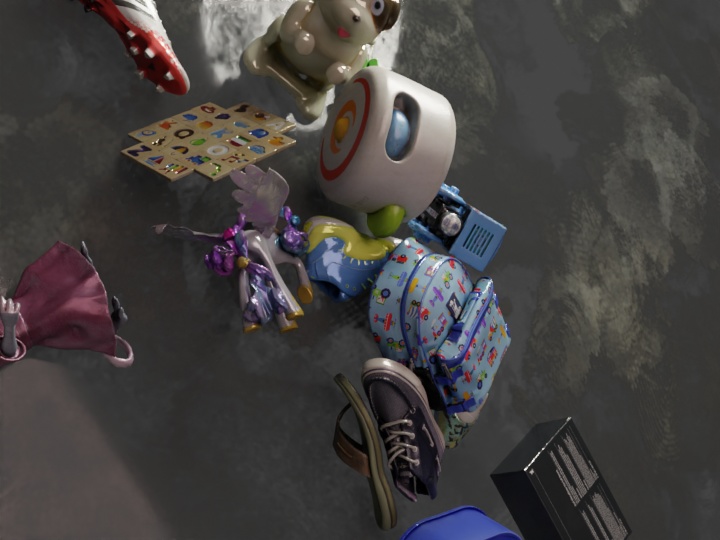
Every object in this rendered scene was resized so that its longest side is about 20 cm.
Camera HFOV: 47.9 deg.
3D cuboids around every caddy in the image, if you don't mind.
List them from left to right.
[{"bbox_3d":[0.116,0.384,1.030,0.197,0.104,0.145,-4,98,-38],"label":"caddy"}]

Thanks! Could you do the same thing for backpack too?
[{"bbox_3d":[0.099,0.064,1.071,0.183,0.133,0.202,-52,133,-36],"label":"backpack"}]

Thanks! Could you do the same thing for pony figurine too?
[{"bbox_3d":[-0.131,-0.030,0.978,0.192,0.164,0.204,10,60,-68],"label":"pony figurine"}]

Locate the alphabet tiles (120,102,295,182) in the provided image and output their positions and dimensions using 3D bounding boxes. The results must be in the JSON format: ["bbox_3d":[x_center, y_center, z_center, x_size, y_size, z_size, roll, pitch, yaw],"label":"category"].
[{"bbox_3d":[-0.181,-0.160,0.984,0.199,0.165,0.006,-33,137,-39],"label":"alphabet tiles"}]

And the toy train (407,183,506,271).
[{"bbox_3d":[0.129,-0.068,1.149,0.113,0.200,0.088,30,98,-11],"label":"toy train"}]

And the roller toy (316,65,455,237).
[{"bbox_3d":[0.025,-0.168,1.072,0.138,0.184,0.202,17,33,-25],"label":"roller toy"}]

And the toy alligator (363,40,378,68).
[{"bbox_3d":[0.003,-0.274,1.213,0.053,0.059,0.204,-6,73,4],"label":"toy alligator"}]

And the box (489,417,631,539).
[{"bbox_3d":[0.297,0.344,1.194,0.140,0.078,0.203,-32,94,-43],"label":"box"}]

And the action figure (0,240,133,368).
[{"bbox_3d":[-0.350,0.057,0.819,0.198,0.133,0.151,-31,136,-27],"label":"action figure"}]

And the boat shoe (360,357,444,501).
[{"bbox_3d":[0.055,0.206,1.020,0.201,0.073,0.094,57,29,-34],"label":"boat shoe"}]

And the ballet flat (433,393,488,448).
[{"bbox_3d":[0.159,0.157,1.164,0.074,0.074,0.203,34,57,-22],"label":"ballet flat"}]

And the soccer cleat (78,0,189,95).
[{"bbox_3d":[-0.274,-0.309,1.006,0.200,0.068,0.085,47,57,-8],"label":"soccer cleat"}]

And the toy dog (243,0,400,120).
[{"bbox_3d":[-0.033,-0.329,1.107,0.140,0.199,0.195,44,54,-16],"label":"toy dog"}]

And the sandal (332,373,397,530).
[{"bbox_3d":[-0.003,0.230,1.015,0.056,0.080,0.205,-15,88,-6],"label":"sandal"}]

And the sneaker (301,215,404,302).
[{"bbox_3d":[0.000,0.000,1.109,0.197,0.075,0.107,16,80,-28],"label":"sneaker"}]
